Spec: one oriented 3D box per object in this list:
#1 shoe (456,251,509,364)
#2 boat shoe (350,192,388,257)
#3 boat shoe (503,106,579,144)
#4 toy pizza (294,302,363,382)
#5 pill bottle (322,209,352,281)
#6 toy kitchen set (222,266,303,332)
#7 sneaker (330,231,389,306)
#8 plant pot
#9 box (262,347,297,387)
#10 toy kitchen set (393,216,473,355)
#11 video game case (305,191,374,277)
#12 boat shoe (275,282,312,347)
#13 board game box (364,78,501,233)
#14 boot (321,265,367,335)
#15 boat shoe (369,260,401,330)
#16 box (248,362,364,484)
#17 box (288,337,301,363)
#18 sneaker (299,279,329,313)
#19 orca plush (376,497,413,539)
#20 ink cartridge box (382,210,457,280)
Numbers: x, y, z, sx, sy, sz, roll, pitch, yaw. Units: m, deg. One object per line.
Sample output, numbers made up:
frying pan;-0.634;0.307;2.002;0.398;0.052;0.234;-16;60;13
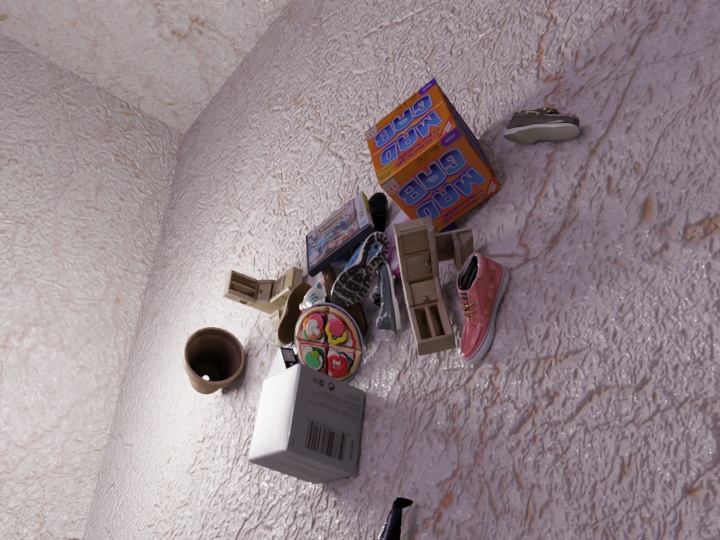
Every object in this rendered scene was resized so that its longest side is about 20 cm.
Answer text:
shoe;0.217;0.071;1.319;0.071;0.090;0.205;8;76;58
boat shoe;0.034;-0.119;1.744;0.066;0.074;0.203;-25;34;59
boat shoe;0.364;-0.297;1.369;0.200;0.071;0.062;13;83;63
toy pizza;-0.082;0.180;1.658;0.195;0.032;0.207;6;103;27
pill bottle;-0.048;-0.056;1.813;0.113;0.112;0.204;-39;39;36
toy kitchen set;-0.297;0.080;2.047;0.199;0.177;0.167;-32;44;49
sneaker;0.000;0.000;1.648;0.202;0.078;0.090;-53;8;-2
plant pot;-0.487;0.312;2.202;0.176;0.195;0.205;124;153;-48
box;-0.198;0.331;1.790;0.163;0.042;0.202;-63;33;31
toy kitchen set;0.168;0.021;1.376;0.158;0.203;0.183;-12;42;1
video game case;-0.056;-0.094;1.713;0.198;0.026;0.182;-36;30;15
boat shoe;-0.193;0.124;1.940;0.063;0.072;0.203;-43;17;56
board game box;0.154;-0.244;1.497;0.198;0.200;0.203;-34;39;18
boot;-0.040;0.071;1.687;0.074;0.073;0.205;-22;84;13
boat shoe;0.051;0.056;1.599;0.060;0.074;0.203;-10;47;-1
box;-0.119;0.353;1.548;0.170;0.196;0.205;-29;44;45
box;-0.115;0.197;1.801;0.161;0.049;0.199;-64;30;3
sneaker;-0.110;0.100;1.768;0.092;0.071;0.201;-34;25;10
orca plush;0.060;0.534;1.291;0.204;0.070;0.105;-64;-14;-6
ink cartridge box;0.134;-0.085;1.617;0.197;0.043;0.202;-50;32;24
